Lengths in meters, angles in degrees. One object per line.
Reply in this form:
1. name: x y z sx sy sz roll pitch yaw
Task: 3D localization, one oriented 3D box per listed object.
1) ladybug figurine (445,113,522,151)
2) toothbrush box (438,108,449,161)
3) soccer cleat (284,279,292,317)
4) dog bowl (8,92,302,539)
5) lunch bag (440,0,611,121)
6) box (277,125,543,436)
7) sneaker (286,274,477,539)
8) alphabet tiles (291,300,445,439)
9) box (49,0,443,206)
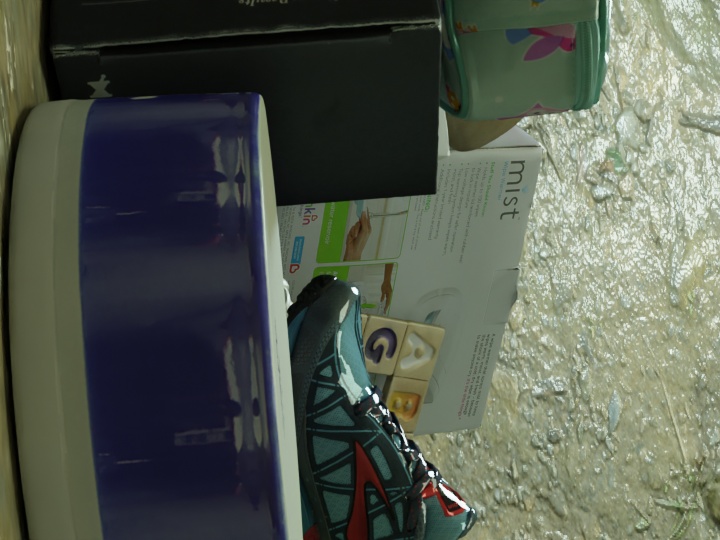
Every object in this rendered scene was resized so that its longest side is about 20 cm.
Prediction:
1. ladybug figurine: 0.063 -0.166 1.005 0.136 0.072 0.200 75 6 -76
2. toothbrush box: -0.043 -0.146 0.931 0.085 0.146 0.200 -25 -111 58
3. soccer cleat: -0.069 0.003 0.853 0.070 0.086 0.200 -98 -177 -67
4. dog bowl: -0.065 0.039 0.616 0.200 0.079 0.201 175 -90 -88
5. lunch bag: 0.061 -0.169 0.783 0.160 0.077 0.200 -102 -172 -81
6. box: 0.000 0.000 1.077 0.097 0.176 0.200 45 -47 50
7. sneaker: 0.011 0.096 0.832 0.079 0.095 0.200 -45 134 -59
8. alphabet tiles: -0.035 0.118 1.012 0.008 0.167 0.200 21 -83 44
9. box: -0.048 -0.131 0.734 0.104 0.148 0.200 88 -2 -54
